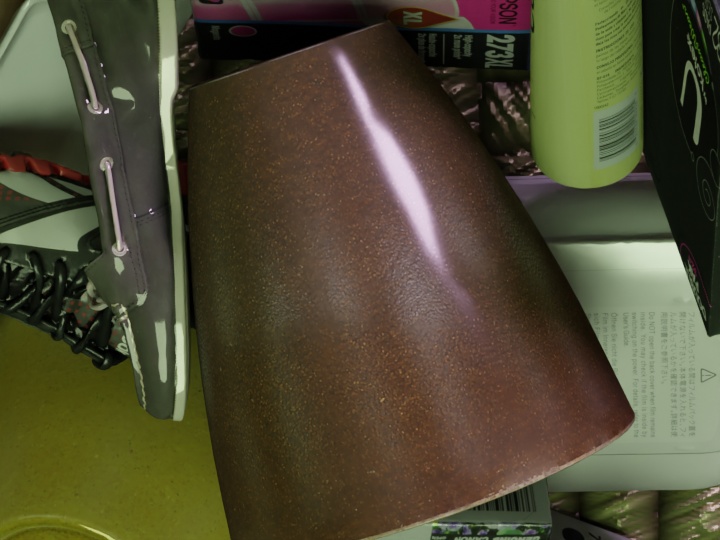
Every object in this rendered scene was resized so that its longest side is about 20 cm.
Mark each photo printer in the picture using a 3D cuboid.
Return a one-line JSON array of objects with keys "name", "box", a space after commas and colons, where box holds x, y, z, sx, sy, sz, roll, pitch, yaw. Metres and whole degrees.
[{"name": "photo printer", "box": [0.104, 0.031, 1.399, 0.200, 0.070, 0.167, -2, 125, 5]}]

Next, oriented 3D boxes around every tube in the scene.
[{"name": "tube", "box": [0.095, -0.120, 1.217, 0.052, 0.058, 0.200, -13, 140, -7]}]

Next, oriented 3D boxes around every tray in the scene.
[{"name": "tray", "box": [-0.160, -0.060, 1.353, 0.107, 0.022, 0.200, -9, 142, -48]}]

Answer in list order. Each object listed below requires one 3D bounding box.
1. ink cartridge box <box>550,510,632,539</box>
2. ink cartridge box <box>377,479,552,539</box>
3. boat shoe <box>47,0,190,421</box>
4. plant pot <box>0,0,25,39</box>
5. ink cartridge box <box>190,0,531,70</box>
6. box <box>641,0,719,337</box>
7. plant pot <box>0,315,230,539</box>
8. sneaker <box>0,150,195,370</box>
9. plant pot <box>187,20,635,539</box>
[{"name": "ink cartridge box", "box": [0.061, 0.162, 1.514, 0.200, 0.039, 0.100, 19, 123, -11]}, {"name": "ink cartridge box", "box": [0.024, 0.169, 1.441, 0.109, 0.050, 0.200, 2, 136, -8]}, {"name": "boat shoe", "box": [-0.105, -0.033, 1.268, 0.057, 0.067, 0.200, -3, 94, -4]}, {"name": "plant pot", "box": [-0.249, -0.094, 1.294, 0.093, 0.201, 0.201, 48, 124, 21]}, {"name": "ink cartridge box", "box": [0.024, -0.123, 1.291, 0.200, 0.037, 0.095, 0, 160, 1]}, {"name": "box", "box": [0.188, -0.094, 1.215, 0.124, 0.149, 0.200, -11, 144, -3]}, {"name": "plant pot", "box": [-0.122, 0.121, 1.412, 0.200, 0.142, 0.200, 6, 122, 10]}, {"name": "sneaker", "box": [-0.136, -0.003, 1.327, 0.200, 0.098, 0.071, 0, 138, -36]}, {"name": "plant pot", "box": [0.000, 0.000, 1.263, 0.187, 0.187, 0.200, -18, 95, 15]}]
